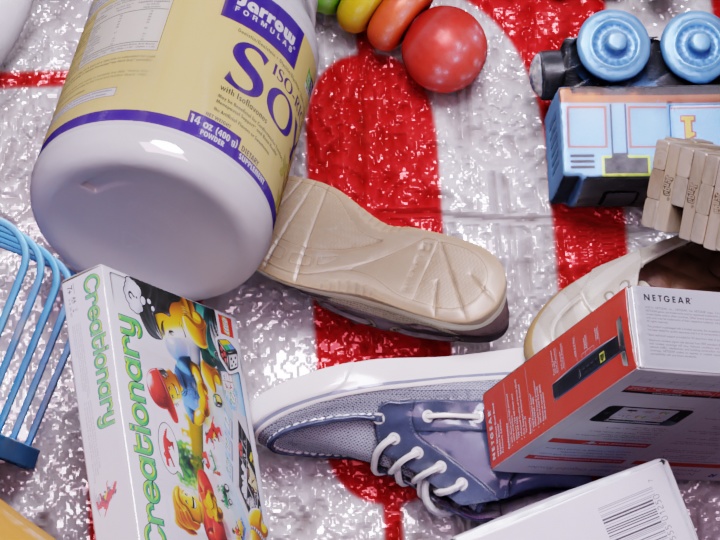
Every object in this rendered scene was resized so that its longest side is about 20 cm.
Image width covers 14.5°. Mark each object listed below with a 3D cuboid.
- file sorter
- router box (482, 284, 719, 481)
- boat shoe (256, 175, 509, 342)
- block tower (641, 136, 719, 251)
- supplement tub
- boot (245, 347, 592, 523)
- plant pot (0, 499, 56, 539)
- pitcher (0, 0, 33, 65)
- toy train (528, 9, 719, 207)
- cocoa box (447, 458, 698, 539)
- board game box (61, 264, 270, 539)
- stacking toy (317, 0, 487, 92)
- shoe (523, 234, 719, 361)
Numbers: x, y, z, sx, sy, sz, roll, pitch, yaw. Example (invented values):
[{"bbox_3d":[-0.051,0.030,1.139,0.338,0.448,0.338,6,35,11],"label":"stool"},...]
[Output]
[{"bbox_3d":[-0.244,0.026,1.597,0.138,0.200,0.123,20,85,7],"label":"file sorter"},{"bbox_3d":[0.196,0.068,1.595,0.199,0.179,0.049,4,67,-24],"label":"router box"},{"bbox_3d":[0.000,0.000,1.705,0.199,0.065,0.072,17,63,23],"label":"boat shoe"},{"bbox_3d":[0.246,-0.028,1.612,0.054,0.200,0.058,1,103,-42],"label":"block tower"},{"bbox_3d":[-0.104,-0.098,1.680,0.145,0.146,0.201,12,53,2],"label":"supplement tub"},{"bbox_3d":[0.036,0.103,1.661,0.199,0.073,0.091,-8,64,-6],"label":"boot"},{"bbox_3d":[-0.215,0.212,1.558,0.183,0.200,0.201,25,69,-9],"label":"plant pot"},{"bbox_3d":[-0.270,-0.197,1.752,0.171,0.121,0.200,17,57,26],"label":"pitcher"},{"bbox_3d":[0.204,-0.097,1.744,0.199,0.087,0.115,-1,78,-5],"label":"toy train"},{"bbox_3d":[0.133,0.223,1.573,0.133,0.131,0.201,-21,84,-10],"label":"cocoa box"},{"bbox_3d":[-0.106,0.106,1.596,0.035,0.126,0.201,-24,63,28],"label":"board game box"},{"bbox_3d":[-0.005,-0.183,1.775,0.200,0.085,0.085,41,73,5],"label":"stacking toy"},{"bbox_3d":[0.181,0.010,1.688,0.200,0.053,0.070,-26,71,-28],"label":"shoe"}]
